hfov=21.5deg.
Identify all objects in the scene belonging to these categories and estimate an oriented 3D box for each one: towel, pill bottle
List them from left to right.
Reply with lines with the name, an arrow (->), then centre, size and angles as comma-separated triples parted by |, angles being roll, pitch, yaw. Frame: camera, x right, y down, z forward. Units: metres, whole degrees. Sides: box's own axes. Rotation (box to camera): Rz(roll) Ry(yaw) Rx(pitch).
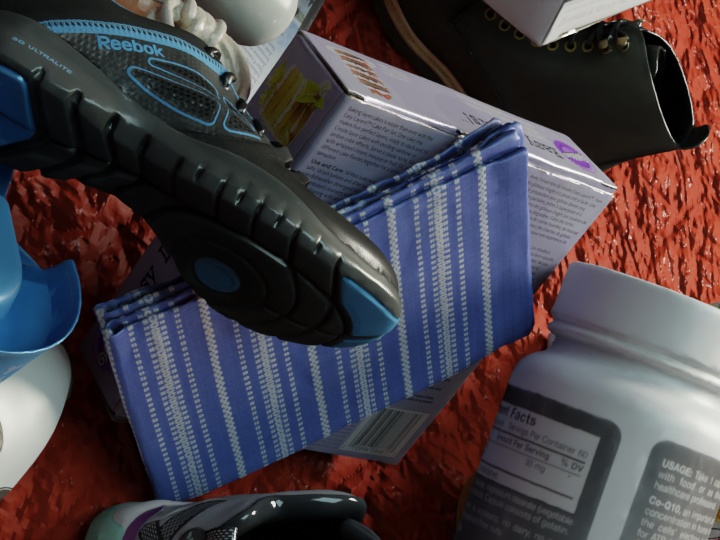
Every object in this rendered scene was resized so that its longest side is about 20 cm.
towel -> -0.012, 0.021, 0.822 | 0.199, 0.024, 0.145 | -25, 143, -12
pill bottle -> 0.108, 0.106, 0.878 | 0.113, 0.113, 0.202 | 22, 88, -43

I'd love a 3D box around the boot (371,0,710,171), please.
boot -> 0.095, -0.138, 1.029 | 0.201, 0.138, 0.078 | 57, 45, -20

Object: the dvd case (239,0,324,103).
dvd case -> -0.081, -0.150, 0.924 | 0.143, 0.017, 0.201 | 50, 47, -28

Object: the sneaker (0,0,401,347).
sneaker -> -0.059, -0.048, 0.723 | 0.199, 0.073, 0.082 | 37, 51, -13

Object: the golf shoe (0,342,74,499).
golf shoe -> -0.164, 0.070, 0.715 | 0.200, 0.094, 0.078 | -34, 104, -49

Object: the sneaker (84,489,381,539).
sneaker -> -0.010, 0.142, 0.833 | 0.199, 0.139, 0.079 | 17, 67, -44

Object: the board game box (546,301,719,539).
board game box -> 0.208, 0.084, 1.049 | 0.105, 0.199, 0.104 | 29, 59, -41

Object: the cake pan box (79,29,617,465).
cake pan box -> 0.000, 0.000, 0.861 | 0.199, 0.185, 0.052 | 14, 33, -44

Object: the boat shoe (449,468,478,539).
boat shoe -> 0.071, 0.200, 0.966 | 0.070, 0.070, 0.202 | 80, 18, -73

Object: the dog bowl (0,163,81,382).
dog bowl -> -0.171, -0.030, 0.703 | 0.111, 0.050, 0.201 | 21, 33, -38

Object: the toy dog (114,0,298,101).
toy dog -> -0.126, -0.146, 0.811 | 0.200, 0.096, 0.132 | 49, 40, -24

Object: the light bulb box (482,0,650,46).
light bulb box -> 0.099, -0.242, 1.001 | 0.200, 0.125, 0.198 | 42, 38, 20
